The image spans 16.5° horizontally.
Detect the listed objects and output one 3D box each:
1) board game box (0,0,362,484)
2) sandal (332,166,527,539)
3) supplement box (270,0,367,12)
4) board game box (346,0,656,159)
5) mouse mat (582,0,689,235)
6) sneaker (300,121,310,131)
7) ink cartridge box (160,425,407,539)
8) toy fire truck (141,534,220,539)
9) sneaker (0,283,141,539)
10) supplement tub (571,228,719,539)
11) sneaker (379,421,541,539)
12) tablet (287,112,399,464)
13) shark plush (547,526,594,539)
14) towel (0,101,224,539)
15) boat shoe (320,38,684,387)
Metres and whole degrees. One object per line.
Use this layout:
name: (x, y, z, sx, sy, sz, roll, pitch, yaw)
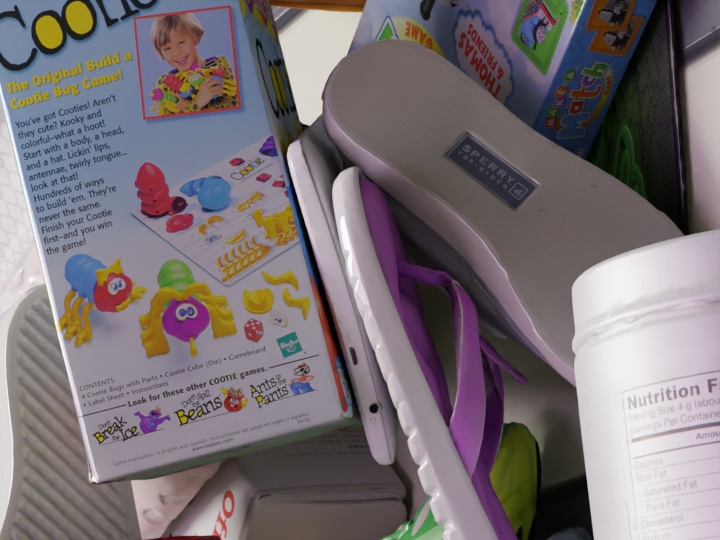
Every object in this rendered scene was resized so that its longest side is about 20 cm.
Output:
board game box: (-0.072, -0.024, 0.995, 0.103, 0.105, 0.200, 27, -131, -82)
sandal: (0.041, 0.053, 0.939, 0.082, 0.050, 0.203, -75, -35, -85)
supplement box: (-0.050, -0.223, 1.155, 0.074, 0.126, 0.200, 13, 101, 63)
board game box: (0.057, -0.109, 1.027, 0.151, 0.037, 0.200, 61, 141, 43)
mouse mat: (0.083, -0.082, 1.023, 0.161, 0.008, 0.200, -18, 74, 61)
sneaker: (-0.088, -0.059, 1.131, 0.098, 0.200, 0.071, -58, 24, -8)
ink cartridge box: (-0.066, 0.110, 1.222, 0.200, 0.085, 0.146, 51, 133, 48)
toy fire truck: (-0.034, 0.216, 1.093, 0.049, 0.141, 0.200, -13, 77, 62)
sneaker: (-0.138, 0.110, 1.085, 0.082, 0.074, 0.200, 152, 124, -65)
supplement tub: (0.139, 0.094, 0.777, 0.132, 0.132, 0.200, -28, 63, 59)
sneaker: (0.004, 0.142, 1.024, 0.084, 0.074, 0.200, 35, 93, 19)
tablet: (0.000, 0.000, 1.037, 0.200, 0.014, 0.130, -64, -41, -81)
shark plush: (0.093, 0.192, 0.936, 0.083, 0.091, 0.200, -41, 39, 15)
towel: (-0.124, 0.017, 1.126, 0.191, 0.032, 0.200, 49, 138, 7)
boat shoe: (0.065, -0.009, 0.958, 0.201, 0.070, 0.072, 43, 165, 19)
